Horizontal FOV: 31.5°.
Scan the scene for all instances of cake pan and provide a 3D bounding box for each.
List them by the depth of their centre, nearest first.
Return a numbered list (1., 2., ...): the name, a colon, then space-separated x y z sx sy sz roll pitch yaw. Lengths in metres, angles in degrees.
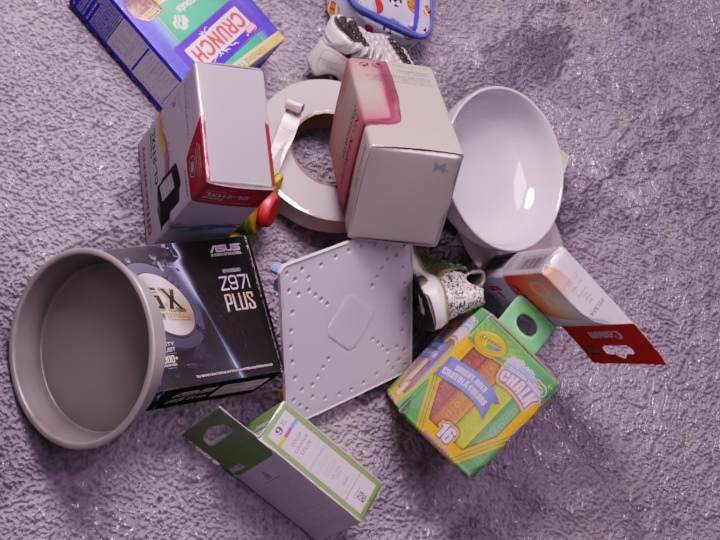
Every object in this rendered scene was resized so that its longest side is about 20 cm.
1. cake pan: -0.272 0.079 1.285 0.037 0.200 0.201 6 63 -58

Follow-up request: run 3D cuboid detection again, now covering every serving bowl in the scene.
1. serving bowl: 0.157 -0.120 1.556 0.199 0.066 0.201 5 83 -37

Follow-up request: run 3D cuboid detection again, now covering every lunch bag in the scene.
1. lunch bag: 0.035 -0.406 1.759 0.160 0.075 0.201 19 61 -27

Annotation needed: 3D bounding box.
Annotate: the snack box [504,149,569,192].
1. snack box: 0.217 -0.149 1.714 0.116 0.037 0.200 36 25 -1

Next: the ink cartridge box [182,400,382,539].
1. ink cartridge box: -0.085 0.205 1.391 0.200 0.104 0.059 40 53 -11

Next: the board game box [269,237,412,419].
1. board game box: -0.019 0.056 1.474 0.199 0.026 0.201 -22 121 -38

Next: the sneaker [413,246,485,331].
1. sneaker: 0.107 0.018 1.558 0.088 0.200 0.077 -8 110 -2

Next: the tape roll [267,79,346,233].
1. tape roll: -0.038 -0.143 1.589 0.202 0.037 0.204 7 64 -14

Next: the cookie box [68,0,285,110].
1. cookie box: -0.220 -0.303 1.550 0.200 0.075 0.171 49 52 -5

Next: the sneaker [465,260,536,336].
1. sneaker: 0.176 0.042 1.658 0.099 0.075 0.201 16 53 -18

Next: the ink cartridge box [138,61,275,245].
1. ink cartridge box: -0.175 -0.117 1.418 0.082 0.200 0.146 3 67 -28

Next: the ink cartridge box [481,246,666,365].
1. ink cartridge box: 0.250 0.059 1.538 0.050 0.162 0.200 -47 104 -19

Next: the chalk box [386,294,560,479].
1. chalk box: 0.146 0.122 1.504 0.124 0.124 0.200 43 91 -8

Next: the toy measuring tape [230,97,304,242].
1. toy measuring tape: -0.116 -0.115 1.497 0.073 0.074 0.201 24 84 -21

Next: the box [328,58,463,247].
1. box: 0.035 -0.139 1.472 0.108 0.128 0.200 5 36 -13

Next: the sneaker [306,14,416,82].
1. sneaker: 0.008 -0.271 1.687 0.200 0.081 0.075 17 37 -47

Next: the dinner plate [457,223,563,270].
1. dinner plate: 0.201 -0.053 1.656 0.200 0.024 0.201 22 52 -30

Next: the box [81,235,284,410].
1. box: -0.203 0.060 1.392 0.199 0.086 0.165 -6 72 -34

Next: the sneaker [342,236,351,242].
1. sneaker: 0.000 0.000 1.547 0.077 0.085 0.200 48 53 -6
